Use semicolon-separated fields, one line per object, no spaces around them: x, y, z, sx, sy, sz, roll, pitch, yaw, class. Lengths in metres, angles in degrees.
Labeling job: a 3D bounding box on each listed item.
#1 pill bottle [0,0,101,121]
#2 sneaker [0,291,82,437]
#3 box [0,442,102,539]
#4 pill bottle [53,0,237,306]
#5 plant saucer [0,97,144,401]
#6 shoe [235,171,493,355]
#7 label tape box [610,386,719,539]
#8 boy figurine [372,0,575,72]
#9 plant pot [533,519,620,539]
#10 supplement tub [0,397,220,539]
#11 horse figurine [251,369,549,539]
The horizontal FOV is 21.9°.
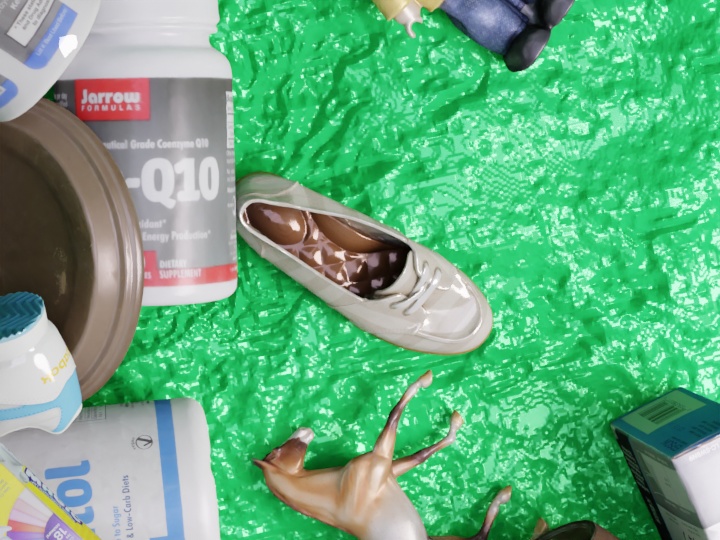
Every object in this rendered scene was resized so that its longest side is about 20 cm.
-0.257;-0.183;1.064;0.200;0.114;0.114;35;89;-28;pill bottle
-0.261;0.078;1.115;0.199;0.077;0.081;-12;118;24;sneaker
-0.217;0.168;1.057;0.117;0.048;0.200;-45;97;-1;box
-0.136;-0.082;1.175;0.113;0.114;0.201;-2;95;-7;pill bottle
-0.217;-0.009;1.151;0.199;0.029;0.201;7;102;34;plant saucer
0.000;0.000;1.230;0.199;0.053;0.070;28;90;-9;shoe
0.249;0.187;1.231;0.063;0.144;0.201;-26;97;-5;label tape box
0.048;-0.220;1.216;0.200;0.064;0.125;37;92;-12;boy figurine
0.168;0.270;1.207;0.187;0.187;0.200;-36;97;-4;plant pot
-0.192;0.154;1.178;0.199;0.132;0.133;-7;95;-8;supplement tub
0.038;0.166;1.250;0.132;0.050;0.200;-38;96;-9;horse figurine
